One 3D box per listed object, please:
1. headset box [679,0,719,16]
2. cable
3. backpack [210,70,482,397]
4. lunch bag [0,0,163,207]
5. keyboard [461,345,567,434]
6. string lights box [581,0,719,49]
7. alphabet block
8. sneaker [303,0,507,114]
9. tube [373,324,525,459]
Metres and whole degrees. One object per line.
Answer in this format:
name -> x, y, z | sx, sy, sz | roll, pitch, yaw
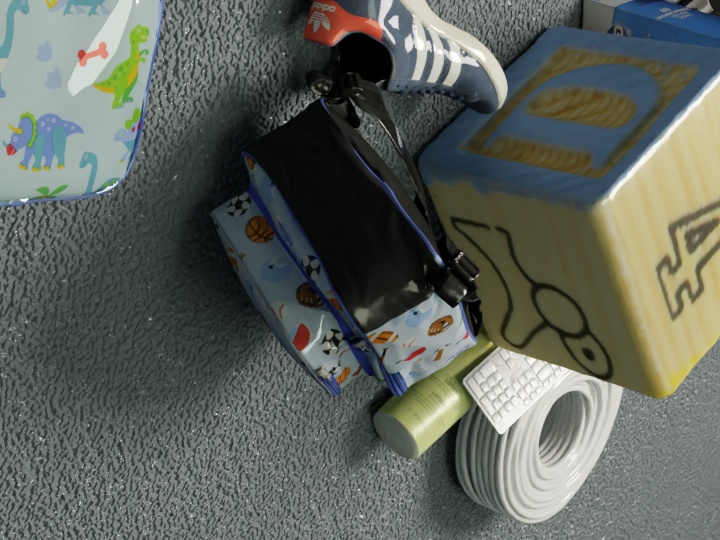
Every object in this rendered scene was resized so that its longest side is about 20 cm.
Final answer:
headset box -> 0.308, -0.156, 1.483 | 0.149, 0.077, 0.201 | -38, 135, -33
cable -> 0.169, 0.134, 1.479 | 0.200, 0.069, 0.200 | -49, 141, -22
backpack -> 0.000, 0.000, 1.102 | 0.154, 0.201, 0.191 | -32, 150, 7
lunch bag -> -0.201, -0.117, 0.863 | 0.200, 0.082, 0.162 | -11, 119, -48
keyboard -> 0.162, 0.063, 1.385 | 0.200, 0.011, 0.056 | -38, 100, -36
string lights box -> 0.274, -0.158, 1.335 | 0.059, 0.200, 0.103 | -23, 127, -42
alphabet block -> 0.195, -0.051, 1.280 | 0.196, 0.195, 0.201 | -43, 129, -25
sneaker -> 0.028, -0.147, 1.145 | 0.200, 0.075, 0.085 | 34, 81, -44
tube -> 0.093, 0.078, 1.366 | 0.200, 0.052, 0.058 | -41, 134, -29
